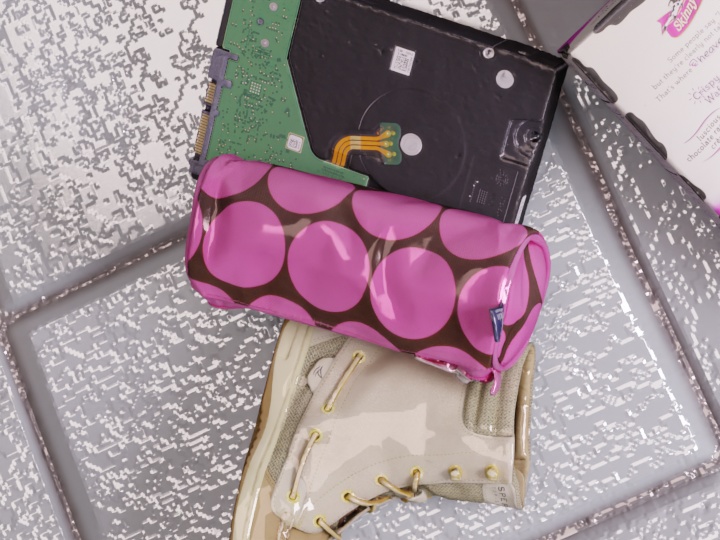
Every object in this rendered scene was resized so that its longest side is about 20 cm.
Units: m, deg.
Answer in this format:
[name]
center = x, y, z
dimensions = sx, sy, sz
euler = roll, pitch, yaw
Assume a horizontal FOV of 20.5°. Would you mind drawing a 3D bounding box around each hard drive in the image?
[hard drive]
center = 0.007, -0.086, 1.151
dimensions = 0.200, 0.038, 0.140
euler = 19, 111, 14

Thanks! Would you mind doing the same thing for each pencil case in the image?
[pencil case]
center = 0.000, 0.000, 1.108
dimensions = 0.200, 0.091, 0.094
euler = 15, 95, 19

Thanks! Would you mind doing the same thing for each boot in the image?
[boot]
center = 0.015, 0.124, 1.124
dimensions = 0.155, 0.072, 0.200
euler = 9, 76, 14

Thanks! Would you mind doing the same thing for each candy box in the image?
[candy box]
center = 0.224, -0.093, 1.085
dimensions = 0.136, 0.061, 0.200
euler = -43, 97, 4
